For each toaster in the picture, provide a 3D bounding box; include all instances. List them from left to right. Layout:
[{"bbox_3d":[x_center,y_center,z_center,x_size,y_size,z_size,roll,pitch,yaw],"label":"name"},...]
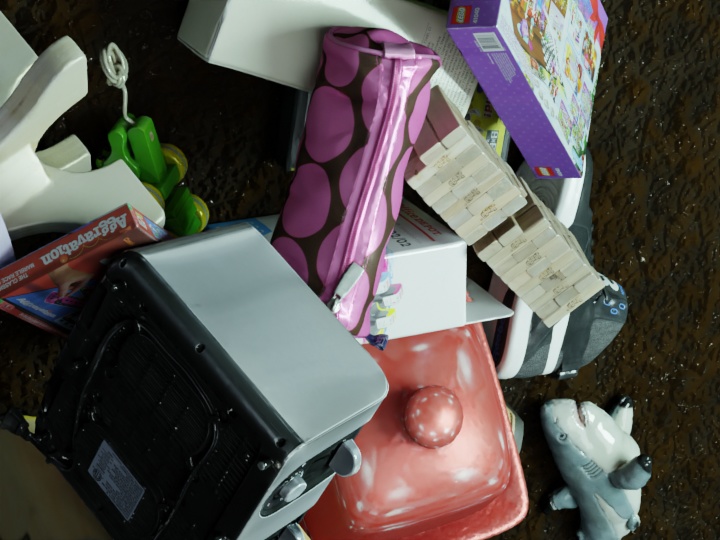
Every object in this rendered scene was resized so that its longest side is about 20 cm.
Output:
[{"bbox_3d":[-0.101,0.087,1.130,0.118,0.200,0.181,-19,149,-48],"label":"toaster"}]

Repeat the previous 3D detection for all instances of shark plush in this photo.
[{"bbox_3d":[0.188,0.183,1.527,0.083,0.091,0.201,-4,135,-3],"label":"shark plush"}]

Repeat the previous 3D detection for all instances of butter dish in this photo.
[{"bbox_3d":[0.032,0.110,1.319,0.198,0.148,0.202,-13,85,-18],"label":"butter dish"}]

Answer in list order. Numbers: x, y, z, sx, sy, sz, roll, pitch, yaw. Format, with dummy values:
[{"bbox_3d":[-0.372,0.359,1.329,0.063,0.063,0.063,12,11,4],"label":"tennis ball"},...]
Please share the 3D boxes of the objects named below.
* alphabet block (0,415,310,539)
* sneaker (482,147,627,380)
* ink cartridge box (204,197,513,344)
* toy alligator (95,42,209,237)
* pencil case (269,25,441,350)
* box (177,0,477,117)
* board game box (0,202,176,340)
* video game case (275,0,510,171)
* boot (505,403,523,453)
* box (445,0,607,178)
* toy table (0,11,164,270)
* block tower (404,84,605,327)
[{"bbox_3d":[-0.164,0.231,1.277,0.195,0.200,0.197,8,108,-28],"label":"alphabet block"},{"bbox_3d":[0.164,-0.010,1.415,0.111,0.073,0.201,1,118,-29],"label":"sneaker"},{"bbox_3d":[0.000,0.000,1.307,0.198,0.115,0.068,-9,113,-22],"label":"ink cartridge box"},{"bbox_3d":[-0.154,-0.064,1.247,0.054,0.059,0.201,-7,123,23],"label":"toy alligator"},{"bbox_3d":[-0.005,-0.056,1.171,0.090,0.094,0.202,13,96,-4],"label":"pencil case"},{"bbox_3d":[-0.015,-0.158,1.233,0.199,0.068,0.083,16,102,-29],"label":"box"},{"bbox_3d":[-0.157,0.011,1.174,0.102,0.020,0.200,-28,163,6],"label":"board game box"},{"bbox_3d":[0.036,-0.168,1.309,0.179,0.025,0.202,-1,110,-25],"label":"video game case"},{"bbox_3d":[0.024,0.169,1.418,0.138,0.077,0.201,30,95,-27],"label":"boot"},{"bbox_3d":[0.118,-0.170,1.256,0.200,0.039,0.138,51,46,-55],"label":"box"},{"bbox_3d":[-0.223,-0.067,1.152,0.117,0.200,0.184,-36,89,-20],"label":"toy table"},{"bbox_3d":[0.094,-0.042,1.276,0.054,0.058,0.200,-36,130,12],"label":"block tower"}]
